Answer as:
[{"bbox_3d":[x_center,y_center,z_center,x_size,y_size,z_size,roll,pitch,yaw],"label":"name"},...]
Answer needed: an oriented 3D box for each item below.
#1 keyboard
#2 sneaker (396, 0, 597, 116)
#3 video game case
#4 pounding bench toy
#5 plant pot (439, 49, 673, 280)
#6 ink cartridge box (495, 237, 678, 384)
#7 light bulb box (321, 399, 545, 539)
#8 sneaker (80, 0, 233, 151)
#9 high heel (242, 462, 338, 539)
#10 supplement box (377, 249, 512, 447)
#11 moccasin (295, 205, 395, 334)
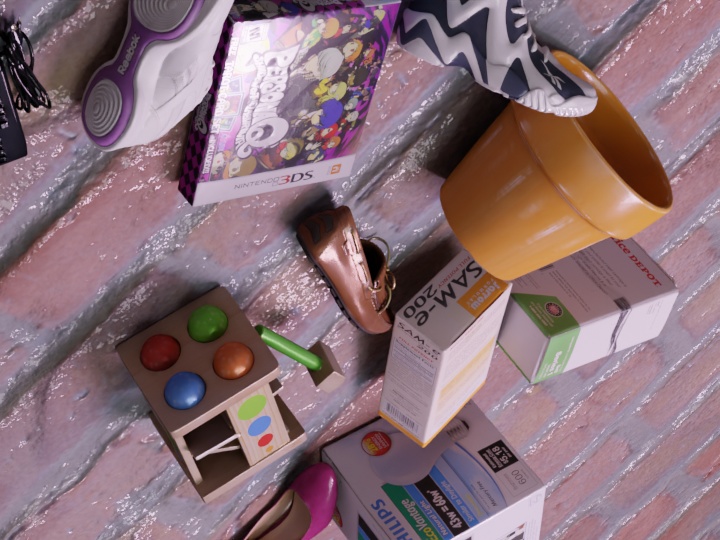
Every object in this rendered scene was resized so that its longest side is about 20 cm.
[{"bbox_3d":[-0.294,-0.148,1.186,0.103,0.040,0.201,-27,144,-17],"label":"keyboard"},{"bbox_3d":[0.144,-0.230,1.416,0.080,0.198,0.130,-64,177,-74],"label":"sneaker"},{"bbox_3d":[-0.066,-0.158,1.390,0.180,0.036,0.201,-13,137,-35],"label":"video game case"},{"bbox_3d":[-0.118,0.100,1.547,0.199,0.124,0.157,-31,144,-13],"label":"pounding bench toy"},{"bbox_3d":[0.188,-0.091,1.583,0.183,0.201,0.199,-38,148,25],"label":"plant pot"},{"bbox_3d":[0.245,0.030,1.788,0.199,0.146,0.085,-16,140,-29],"label":"ink cartridge box"},{"bbox_3d":[0.085,0.273,1.862,0.199,0.198,0.125,-25,141,-21],"label":"light bulb box"},{"bbox_3d":[-0.153,-0.186,1.265,0.200,0.075,0.099,-52,157,24],"label":"sneaker"},{"bbox_3d":[-0.096,0.308,1.841,0.096,0.067,0.201,-17,144,-45],"label":"high heel"},{"bbox_3d":[0.092,0.089,1.731,0.126,0.073,0.201,-42,157,-32],"label":"supplement box"},{"bbox_3d":[-0.001,-0.001,1.598,0.077,0.074,0.202,-30,137,0],"label":"moccasin"}]
